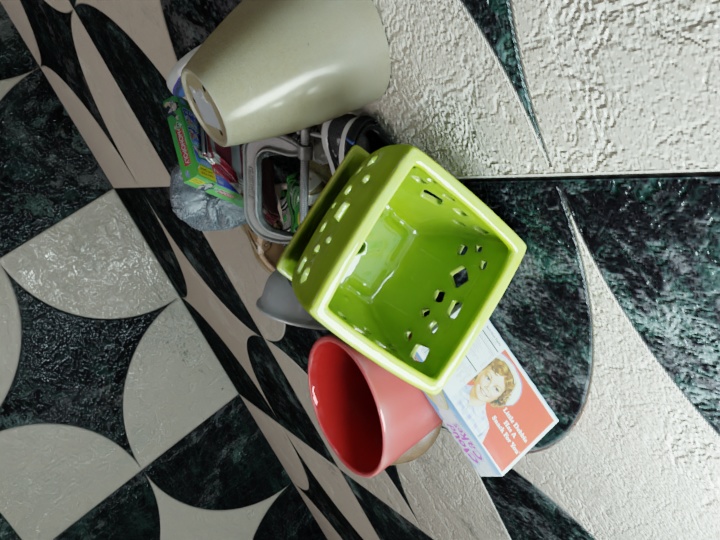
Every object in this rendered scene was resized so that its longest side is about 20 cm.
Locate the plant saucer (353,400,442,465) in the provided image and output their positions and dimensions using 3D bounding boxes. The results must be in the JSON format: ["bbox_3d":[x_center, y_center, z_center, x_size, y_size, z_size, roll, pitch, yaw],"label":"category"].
[{"bbox_3d":[0.048,0.202,1.186,0.201,0.199,0.037,50,150,11],"label":"plant saucer"}]

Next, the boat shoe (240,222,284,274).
[{"bbox_3d":[-0.189,-0.067,1.478,0.201,0.071,0.065,52,160,12],"label":"boat shoe"}]

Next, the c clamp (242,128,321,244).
[{"bbox_3d":[-0.102,-0.119,1.069,0.167,0.027,0.204,21,125,16],"label":"c clamp"}]

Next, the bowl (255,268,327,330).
[{"bbox_3d":[-0.078,0.028,1.273,0.200,0.197,0.093,25,110,53],"label":"bowl"}]

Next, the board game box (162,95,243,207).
[{"bbox_3d":[-0.229,-0.180,1.181,0.199,0.029,0.137,20,-131,-68],"label":"board game box"}]

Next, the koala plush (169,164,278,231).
[{"bbox_3d":[-0.273,-0.163,1.396,0.181,0.180,0.200,69,168,-17],"label":"koala plush"}]

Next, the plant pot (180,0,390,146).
[{"bbox_3d":[-0.097,-0.231,0.849,0.187,0.199,0.189,44,158,24],"label":"plant pot"}]

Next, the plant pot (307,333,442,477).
[{"bbox_3d":[0.044,0.169,1.082,0.199,0.174,0.205,29,127,47],"label":"plant pot"}]

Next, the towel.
[{"bbox_3d":[-0.194,-0.183,1.207,0.200,0.022,0.147,47,-155,-51],"label":"towel"}]

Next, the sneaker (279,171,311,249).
[{"bbox_3d":[-0.098,-0.094,1.255,0.086,0.077,0.201,55,151,18],"label":"sneaker"}]

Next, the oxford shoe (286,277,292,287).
[{"bbox_3d":[-0.017,-0.003,1.053,0.084,0.195,0.075,45,-135,-69],"label":"oxford shoe"}]

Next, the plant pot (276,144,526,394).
[{"bbox_3d":[0.031,-0.014,0.839,0.199,0.201,0.181,35,177,-30],"label":"plant pot"}]

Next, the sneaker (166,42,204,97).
[{"bbox_3d":[-0.175,-0.251,1.054,0.197,0.080,0.149,-25,95,29],"label":"sneaker"}]

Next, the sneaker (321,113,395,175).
[{"bbox_3d":[0.017,-0.102,0.969,0.111,0.073,0.203,26,144,51],"label":"sneaker"}]

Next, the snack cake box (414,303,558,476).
[{"bbox_3d":[0.155,0.155,0.990,0.202,0.114,0.067,55,157,1],"label":"snack cake box"}]

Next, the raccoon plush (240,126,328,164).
[{"bbox_3d":[-0.123,-0.183,1.136,0.200,0.096,0.135,48,166,23],"label":"raccoon plush"}]

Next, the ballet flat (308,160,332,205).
[{"bbox_3d":[-0.043,-0.106,1.105,0.200,0.070,0.071,46,158,23],"label":"ballet flat"}]
